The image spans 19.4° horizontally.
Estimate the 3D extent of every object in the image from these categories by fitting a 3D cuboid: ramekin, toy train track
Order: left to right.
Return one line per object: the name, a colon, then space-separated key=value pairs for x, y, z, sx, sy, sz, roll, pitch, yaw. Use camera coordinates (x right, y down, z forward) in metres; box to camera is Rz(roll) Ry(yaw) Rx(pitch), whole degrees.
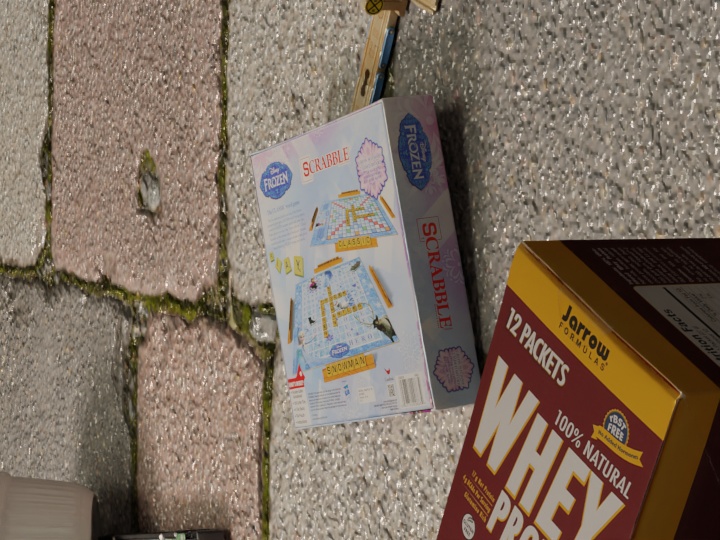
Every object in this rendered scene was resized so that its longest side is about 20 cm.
ramekin: x=-0.272 y=0.274 z=1.817 sx=0.202 sy=0.094 sz=0.203 roll=177 pitch=90 yaw=-87
toy train track: x=0.005 y=-0.166 z=1.413 sx=0.115 sy=0.032 sz=0.200 roll=48 pitch=133 yaw=50

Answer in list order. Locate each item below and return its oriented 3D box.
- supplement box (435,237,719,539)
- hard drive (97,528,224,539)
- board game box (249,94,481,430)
supplement box: x=0.162 y=0.101 z=0.955 sx=0.133 sy=0.200 sz=0.198 roll=48 pitch=132 yaw=51
hard drive: x=-0.161 y=0.284 z=1.730 sx=0.200 sy=0.038 sz=0.140 roll=-17 pitch=76 yaw=61
board game box: x=0.000 y=0.000 z=1.400 sx=0.200 sy=0.041 sz=0.200 roll=-14 pitch=85 yaw=61
